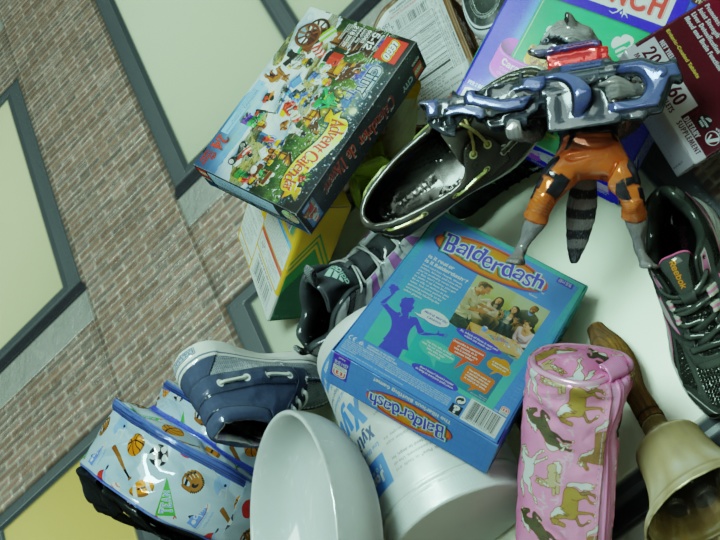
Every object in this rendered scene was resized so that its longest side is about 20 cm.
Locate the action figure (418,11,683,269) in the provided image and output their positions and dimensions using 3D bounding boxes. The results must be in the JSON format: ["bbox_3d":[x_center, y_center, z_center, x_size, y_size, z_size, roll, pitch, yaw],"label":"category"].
[{"bbox_3d":[0.150,-0.102,0.797,0.197,0.104,0.197,2,92,16],"label":"action figure"}]

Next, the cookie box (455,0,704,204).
[{"bbox_3d":[0.203,-0.191,0.895,0.170,0.075,0.202,28,88,16],"label":"cookie box"}]

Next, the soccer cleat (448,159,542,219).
[{"bbox_3d":[0.161,-0.121,0.960,0.081,0.067,0.201,44,98,27],"label":"soccer cleat"}]

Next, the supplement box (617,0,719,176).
[{"bbox_3d":[0.318,-0.176,0.807,0.198,0.061,0.110,-32,83,0],"label":"supplement box"}]

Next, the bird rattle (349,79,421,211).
[{"bbox_3d":[0.012,-0.161,1.041,0.201,0.111,0.165,58,145,42],"label":"bird rattle"}]

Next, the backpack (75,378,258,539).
[{"bbox_3d":[-0.168,0.197,0.975,0.198,0.190,0.156,12,77,40],"label":"backpack"}]

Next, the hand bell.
[{"bbox_3d":[0.229,0.112,0.803,0.104,0.104,0.201,-40,41,15],"label":"hand bell"}]

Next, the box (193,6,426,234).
[{"bbox_3d":[-0.047,-0.146,0.943,0.136,0.038,0.201,25,74,32],"label":"box"}]

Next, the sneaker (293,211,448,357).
[{"bbox_3d":[0.000,0.000,0.951,0.077,0.139,0.202,29,98,42],"label":"sneaker"}]

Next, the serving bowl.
[{"bbox_3d":[-0.030,0.216,0.828,0.199,0.065,0.204,176,94,-64],"label":"serving bowl"}]

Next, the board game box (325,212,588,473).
[{"bbox_3d":[0.085,0.051,0.844,0.151,0.045,0.200,28,49,14],"label":"board game box"}]

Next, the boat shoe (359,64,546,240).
[{"bbox_3d":[0.083,-0.098,0.850,0.201,0.060,0.072,-41,79,17],"label":"boat shoe"}]

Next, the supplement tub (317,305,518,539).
[{"bbox_3d":[0.050,0.137,0.880,0.131,0.132,0.201,-38,51,16],"label":"supplement tub"}]

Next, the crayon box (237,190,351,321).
[{"bbox_3d":[-0.069,-0.061,1.041,0.201,0.051,0.127,113,144,-44],"label":"crayon box"}]

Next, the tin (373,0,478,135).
[{"bbox_3d":[0.071,-0.226,1.089,0.111,0.042,0.202,-34,54,25],"label":"tin"}]

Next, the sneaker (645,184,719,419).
[{"bbox_3d":[0.264,0.021,0.803,0.080,0.086,0.202,-28,57,25],"label":"sneaker"}]

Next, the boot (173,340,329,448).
[{"bbox_3d":[-0.081,0.127,0.940,0.073,0.198,0.091,-52,51,24],"label":"boot"}]

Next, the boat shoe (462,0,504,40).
[{"bbox_3d":[0.133,-0.343,1.074,0.073,0.068,0.202,-8,66,34],"label":"boat shoe"}]

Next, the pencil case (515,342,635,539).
[{"bbox_3d":[0.162,0.155,0.767,0.085,0.083,0.203,3,104,15],"label":"pencil case"}]
